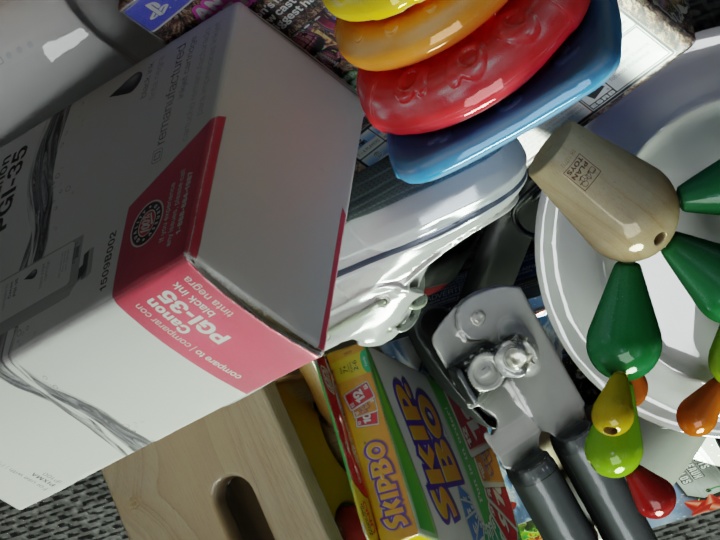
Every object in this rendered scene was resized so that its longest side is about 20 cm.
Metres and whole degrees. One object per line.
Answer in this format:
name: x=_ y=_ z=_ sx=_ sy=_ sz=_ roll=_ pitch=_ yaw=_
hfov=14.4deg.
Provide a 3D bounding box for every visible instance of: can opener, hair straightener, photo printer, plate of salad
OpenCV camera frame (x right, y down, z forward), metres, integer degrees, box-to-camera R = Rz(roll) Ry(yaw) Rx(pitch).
can opener: x=0.095 y=0.094 z=1.385 sx=0.053 sy=0.066 sz=0.200 roll=-33 pitch=99 yaw=-13
hair straightener: x=0.093 y=-0.042 z=1.369 sx=0.041 sy=0.077 sz=0.200 roll=-8 pitch=136 yaw=-49
photo printer: x=-0.129 y=-0.057 z=1.346 sx=0.166 sy=0.070 sz=0.200 roll=-35 pitch=127 yaw=28
plate of salad: x=0.179 y=-0.019 z=1.329 sx=0.199 sy=0.048 sz=0.201 roll=-1 pitch=106 yaw=-4

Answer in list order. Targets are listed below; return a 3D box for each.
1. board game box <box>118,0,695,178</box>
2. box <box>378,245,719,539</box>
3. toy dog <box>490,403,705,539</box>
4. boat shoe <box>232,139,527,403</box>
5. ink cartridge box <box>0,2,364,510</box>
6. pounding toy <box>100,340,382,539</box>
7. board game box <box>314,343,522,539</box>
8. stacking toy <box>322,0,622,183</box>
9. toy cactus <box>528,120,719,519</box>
board game box: x=0.020 y=-0.137 z=1.254 sx=0.200 sy=0.097 sz=0.159 roll=34 pitch=124 yaw=-31
box: x=0.109 y=0.069 z=1.506 sx=0.137 sy=0.040 sz=0.200 roll=-17 pitch=133 yaw=15
toy dog: x=0.158 y=0.092 z=1.435 sx=0.132 sy=0.097 sz=0.200 roll=27 pitch=127 yaw=-28
boat shoe: x=0.000 y=0.000 z=1.265 sx=0.200 sy=0.074 sz=0.067 roll=-23 pitch=109 yaw=32
ink cartridge box: x=-0.102 y=-0.002 z=1.226 sx=0.200 sy=0.147 sz=0.083 roll=-27 pitch=130 yaw=37
pounding toy: x=-0.029 y=0.098 z=1.410 sx=0.142 sy=0.200 sz=0.184 roll=-26 pitch=175 yaw=23
board game box: x=0.031 y=0.095 z=1.373 sx=0.030 sy=0.096 sz=0.200 roll=-22 pitch=162 yaw=17
stacking toy: x=0.010 y=-0.142 z=1.121 sx=0.110 sy=0.116 sz=0.200 roll=-28 pitch=119 yaw=19
toy cactus: x=0.145 y=0.001 z=1.261 sx=0.165 sy=0.102 sz=0.200 roll=37 pitch=107 yaw=-12
